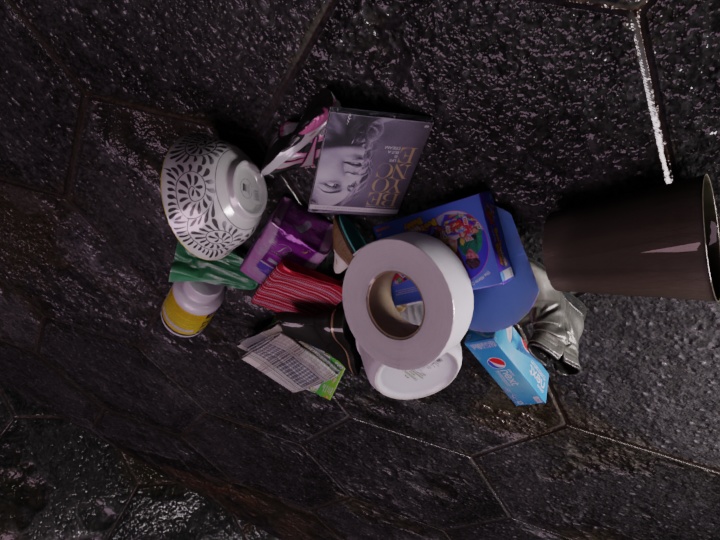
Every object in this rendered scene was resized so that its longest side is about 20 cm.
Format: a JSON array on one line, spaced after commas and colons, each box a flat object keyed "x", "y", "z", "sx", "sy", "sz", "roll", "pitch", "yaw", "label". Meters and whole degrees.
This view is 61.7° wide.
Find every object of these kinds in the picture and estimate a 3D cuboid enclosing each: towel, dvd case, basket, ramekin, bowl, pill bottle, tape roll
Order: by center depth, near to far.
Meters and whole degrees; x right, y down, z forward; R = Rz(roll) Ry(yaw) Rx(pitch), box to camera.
[{"x": 0.356, "y": -0.034, "z": 0.800, "sx": 0.198, "sy": 0.137, "sz": 0.181, "roll": -3, "pitch": 140, "yaw": 36, "label": "basket"}, {"x": 0.009, "y": -0.152, "z": 0.891, "sx": 0.146, "sy": 0.016, "sz": 0.201, "roll": 2, "pitch": 145, "yaw": -14, "label": "dvd case"}, {"x": 0.069, "y": 0.045, "z": 0.924, "sx": 0.200, "sy": 0.070, "sz": 0.206, "roll": 10, "pitch": 108, "yaw": 34, "label": "tape roll"}, {"x": -0.208, "y": -0.121, "z": 0.948, "sx": 0.093, "sy": 0.202, "sz": 0.202, "roll": -5, "pitch": 134, "yaw": 27, "label": "bowl"}, {"x": 0.092, "y": 0.148, "z": 1.107, "sx": 0.197, "sy": 0.106, "sz": 0.202, "roll": -6, "pitch": 136, "yaw": -5, "label": "ramekin"}, {"x": -0.112, "y": 0.047, "z": 1.115, "sx": 0.143, "sy": 0.023, "sz": 0.200, "roll": 22, "pitch": 149, "yaw": -16, "label": "towel"}, {"x": -0.358, "y": 0.059, "z": 1.305, "sx": 0.110, "sy": 0.112, "sz": 0.200, "roll": 32, "pitch": 142, "yaw": -10, "label": "pill bottle"}, {"x": -0.170, "y": 0.204, "z": 1.368, "sx": 0.200, "sy": 0.035, "sz": 0.192, "roll": 42, "pitch": 139, "yaw": -19, "label": "towel"}]

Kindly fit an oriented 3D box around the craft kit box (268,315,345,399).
[{"x": -0.133, "y": 0.209, "z": 1.414, "sx": 0.195, "sy": 0.049, "sz": 0.201, "roll": 27, "pitch": 142, "yaw": 2, "label": "craft kit box"}]

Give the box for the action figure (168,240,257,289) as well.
[{"x": -0.270, "y": -0.011, "z": 1.206, "sx": 0.197, "sy": 0.055, "sz": 0.120, "roll": 16, "pitch": 103, "yaw": -11, "label": "action figure"}]

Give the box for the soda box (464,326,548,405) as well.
[{"x": 0.275, "y": 0.165, "z": 1.121, "sx": 0.064, "sy": 0.068, "sz": 0.200, "roll": -16, "pitch": 126, "yaw": 39, "label": "soda box"}]

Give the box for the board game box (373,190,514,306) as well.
[{"x": 0.124, "y": -0.030, "z": 0.938, "sx": 0.198, "sy": 0.045, "sz": 0.137, "roll": -14, "pitch": 92, "yaw": 38, "label": "board game box"}]

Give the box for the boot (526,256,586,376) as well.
[{"x": 0.283, "y": 0.071, "z": 0.956, "sx": 0.199, "sy": 0.132, "sz": 0.068, "roll": 34, "pitch": 141, "yaw": -12, "label": "boot"}]

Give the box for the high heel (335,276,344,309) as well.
[{"x": -0.008, "y": 0.075, "z": 1.195, "sx": 0.095, "sy": 0.068, "sz": 0.201, "roll": 6, "pitch": 143, "yaw": -15, "label": "high heel"}]

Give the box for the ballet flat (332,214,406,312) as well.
[{"x": 0.000, "y": 0.000, "z": 1.036, "sx": 0.072, "sy": 0.068, "sz": 0.201, "roll": -38, "pitch": 95, "yaw": 24, "label": "ballet flat"}]

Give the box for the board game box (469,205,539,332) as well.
[{"x": 0.195, "y": -0.008, "z": 0.946, "sx": 0.157, "sy": 0.039, "sz": 0.203, "roll": -22, "pitch": 88, "yaw": 38, "label": "board game box"}]

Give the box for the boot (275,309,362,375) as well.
[{"x": -0.072, "y": 0.134, "z": 1.171, "sx": 0.136, "sy": 0.078, "sz": 0.201, "roll": 2, "pitch": 141, "yaw": 16, "label": "boot"}]

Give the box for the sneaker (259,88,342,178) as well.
[{"x": -0.077, "y": -0.181, "z": 0.908, "sx": 0.086, "sy": 0.081, "sz": 0.199, "roll": 32, "pitch": 149, "yaw": -27, "label": "sneaker"}]

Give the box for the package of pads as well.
[{"x": -0.135, "y": -0.034, "z": 1.106, "sx": 0.119, "sy": 0.076, "sz": 0.200, "roll": 29, "pitch": 142, "yaw": -13, "label": "package of pads"}]
